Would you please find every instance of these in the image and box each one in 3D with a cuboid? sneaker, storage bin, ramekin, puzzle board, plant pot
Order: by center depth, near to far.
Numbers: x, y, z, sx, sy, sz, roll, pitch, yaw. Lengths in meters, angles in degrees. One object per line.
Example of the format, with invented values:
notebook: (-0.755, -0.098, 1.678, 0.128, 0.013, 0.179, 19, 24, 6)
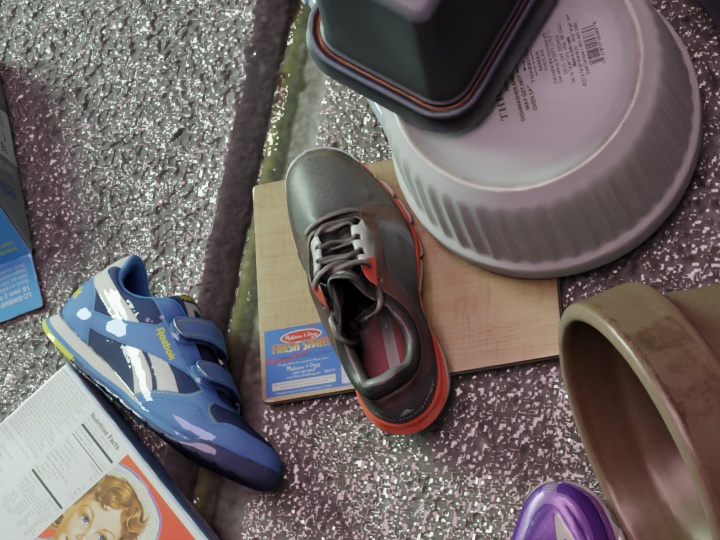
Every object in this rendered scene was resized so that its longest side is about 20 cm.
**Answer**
plant pot: (0.229, 0.076, 1.348, 0.173, 0.201, 0.201, -24, 62, -10)
sneaker: (0.101, 0.215, 1.382, 0.080, 0.083, 0.202, 4, 70, 25)
storage bin: (0.042, -0.207, 1.388, 0.145, 0.134, 0.201, 29, 81, 15)
ramekin: (0.104, -0.106, 1.475, 0.198, 0.105, 0.202, -5, 70, 15)
sneaker: (0.000, 0.000, 1.488, 0.077, 0.082, 0.201, -28, 64, 8)
sneaker: (-0.115, 0.063, 1.529, 0.200, 0.074, 0.082, 38, 83, 27)
puzzle board: (0.028, 0.000, 1.534, 0.198, 0.017, 0.152, -10, 68, 17)

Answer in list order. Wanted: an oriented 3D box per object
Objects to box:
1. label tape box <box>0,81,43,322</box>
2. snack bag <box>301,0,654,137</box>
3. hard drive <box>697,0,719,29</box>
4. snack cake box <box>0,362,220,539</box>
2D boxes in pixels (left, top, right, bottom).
label tape box: (-0.308, -0.050, 1.648, 0.143, 0.063, 0.201, -21, 63, 12)
snack bag: (0.066, -0.188, 1.591, 0.199, 0.021, 0.189, -34, 62, 4)
hard drive: (0.277, -0.184, 1.464, 0.135, 0.042, 0.201, -47, 44, 16)
snack cake box: (-0.159, 0.171, 1.505, 0.115, 0.067, 0.200, -41, 62, -2)
